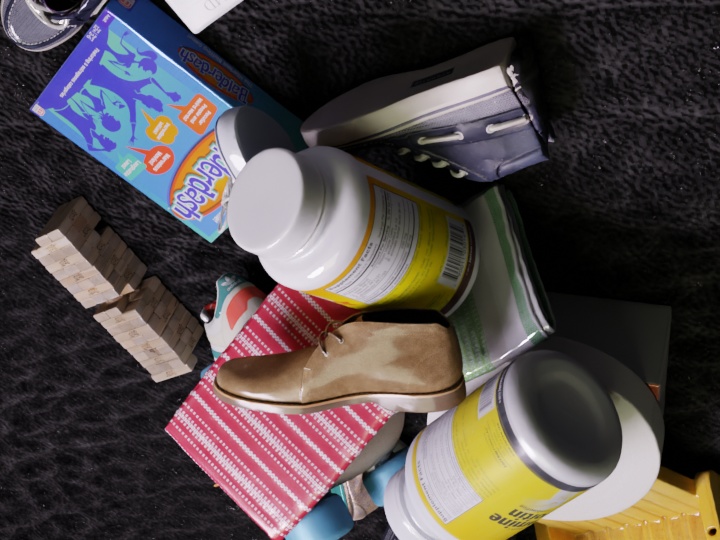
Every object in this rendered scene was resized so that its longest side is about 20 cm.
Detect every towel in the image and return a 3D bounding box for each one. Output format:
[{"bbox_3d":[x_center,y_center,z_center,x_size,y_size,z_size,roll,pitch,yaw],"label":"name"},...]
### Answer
[{"bbox_3d":[-0.055,0.106,1.050,0.145,0.022,0.200,43,102,13],"label":"towel"},{"bbox_3d":[0.055,0.030,1.052,0.199,0.150,0.031,-28,147,23],"label":"towel"}]

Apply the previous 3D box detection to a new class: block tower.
[{"bbox_3d":[-0.238,0.021,1.256,0.054,0.058,0.200,-18,122,35],"label":"block tower"}]

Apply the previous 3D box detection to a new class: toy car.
[{"bbox_3d":[-0.067,0.161,1.191,0.185,0.176,0.200,60,150,5],"label":"toy car"}]

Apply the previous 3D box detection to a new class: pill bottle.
[{"bbox_3d":[0.105,0.154,1.008,0.112,0.112,0.200,34,134,-12],"label":"pill bottle"},{"bbox_3d":[-0.005,-0.028,0.969,0.109,0.110,0.199,-20,153,36],"label":"pill bottle"}]

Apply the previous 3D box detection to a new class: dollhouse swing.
[{"bbox_3d":[0.248,0.279,1.213,0.199,0.183,0.175,-19,164,35],"label":"dollhouse swing"}]

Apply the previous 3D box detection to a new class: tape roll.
[{"bbox_3d":[0.156,0.136,1.077,0.201,0.037,0.204,11,135,12],"label":"tape roll"}]

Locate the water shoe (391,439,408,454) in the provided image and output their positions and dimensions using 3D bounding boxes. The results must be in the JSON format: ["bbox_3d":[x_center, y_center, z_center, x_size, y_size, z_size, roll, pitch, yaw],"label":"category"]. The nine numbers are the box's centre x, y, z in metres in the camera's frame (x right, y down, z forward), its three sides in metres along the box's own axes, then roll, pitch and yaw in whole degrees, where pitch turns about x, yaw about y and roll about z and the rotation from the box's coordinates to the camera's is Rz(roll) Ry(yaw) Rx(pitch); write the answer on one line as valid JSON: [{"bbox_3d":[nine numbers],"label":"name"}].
[{"bbox_3d":[-0.041,0.204,1.336,0.199,0.079,0.072,11,136,11],"label":"water shoe"}]

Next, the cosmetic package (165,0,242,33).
[{"bbox_3d":[-0.138,-0.280,0.892,0.101,0.074,0.200,-29,117,25],"label":"cosmetic package"}]

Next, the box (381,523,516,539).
[{"bbox_3d":[0.087,0.327,1.314,0.103,0.183,0.201,9,139,-8],"label":"box"}]

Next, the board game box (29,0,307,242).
[{"bbox_3d":[-0.162,-0.129,1.083,0.200,0.045,0.152,36,135,-16],"label":"board game box"}]

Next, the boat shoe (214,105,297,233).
[{"bbox_3d":[-0.083,-0.059,1.043,0.086,0.075,0.202,-9,148,24],"label":"boat shoe"}]

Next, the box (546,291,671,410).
[{"bbox_3d":[0.170,0.096,1.130,0.199,0.098,0.125,6,133,16],"label":"box"}]

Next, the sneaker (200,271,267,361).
[{"bbox_3d":[-0.115,0.074,1.259,0.093,0.070,0.200,49,154,21],"label":"sneaker"}]

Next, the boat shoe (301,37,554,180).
[{"bbox_3d":[0.054,-0.104,0.984,0.199,0.075,0.093,-13,119,31],"label":"boat shoe"}]

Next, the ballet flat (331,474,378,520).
[{"bbox_3d":[-0.013,0.150,1.273,0.067,0.068,0.201,-17,104,-16],"label":"ballet flat"}]

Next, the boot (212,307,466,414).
[{"bbox_3d":[-0.020,0.066,0.980,0.199,0.074,0.076,-4,116,9],"label":"boot"}]

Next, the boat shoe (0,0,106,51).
[{"bbox_3d":[-0.241,-0.219,0.991,0.075,0.093,0.200,38,135,-16],"label":"boat shoe"}]
